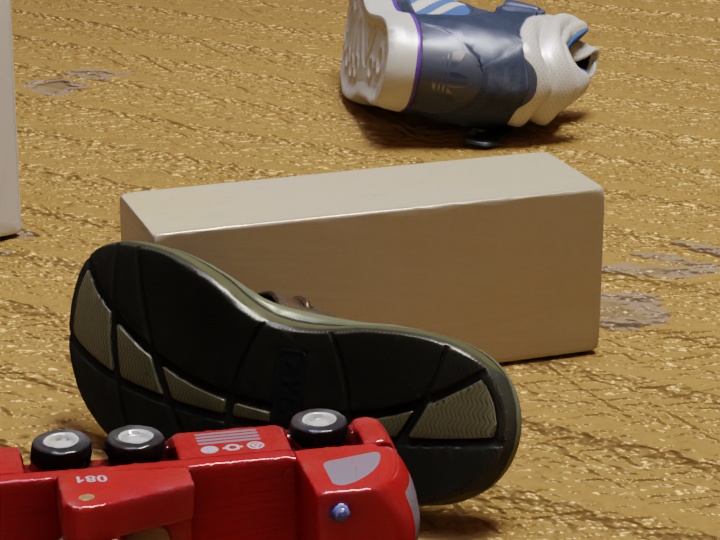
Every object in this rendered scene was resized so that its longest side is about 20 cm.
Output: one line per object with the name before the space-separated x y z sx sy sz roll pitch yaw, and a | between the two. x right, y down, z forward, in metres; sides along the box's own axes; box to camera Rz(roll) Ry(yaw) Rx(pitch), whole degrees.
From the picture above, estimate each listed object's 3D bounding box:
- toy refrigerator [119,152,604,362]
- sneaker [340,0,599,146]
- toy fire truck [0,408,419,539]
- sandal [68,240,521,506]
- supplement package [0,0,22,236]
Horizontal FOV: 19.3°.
toy refrigerator | 0.000 0.000 0.915 0.199 0.076 0.070 -7 20 -19
sneaker | 0.070 -0.133 1.313 0.145 0.081 0.200 5 15 -10
toy fire truck | -0.070 0.098 0.671 0.199 0.049 0.141 -3 20 -13
sandal | -0.028 0.044 0.810 0.200 0.080 0.057 17 7 25
supplement package | -0.287 -0.110 1.041 0.191 0.201 0.147 -17 24 -41
